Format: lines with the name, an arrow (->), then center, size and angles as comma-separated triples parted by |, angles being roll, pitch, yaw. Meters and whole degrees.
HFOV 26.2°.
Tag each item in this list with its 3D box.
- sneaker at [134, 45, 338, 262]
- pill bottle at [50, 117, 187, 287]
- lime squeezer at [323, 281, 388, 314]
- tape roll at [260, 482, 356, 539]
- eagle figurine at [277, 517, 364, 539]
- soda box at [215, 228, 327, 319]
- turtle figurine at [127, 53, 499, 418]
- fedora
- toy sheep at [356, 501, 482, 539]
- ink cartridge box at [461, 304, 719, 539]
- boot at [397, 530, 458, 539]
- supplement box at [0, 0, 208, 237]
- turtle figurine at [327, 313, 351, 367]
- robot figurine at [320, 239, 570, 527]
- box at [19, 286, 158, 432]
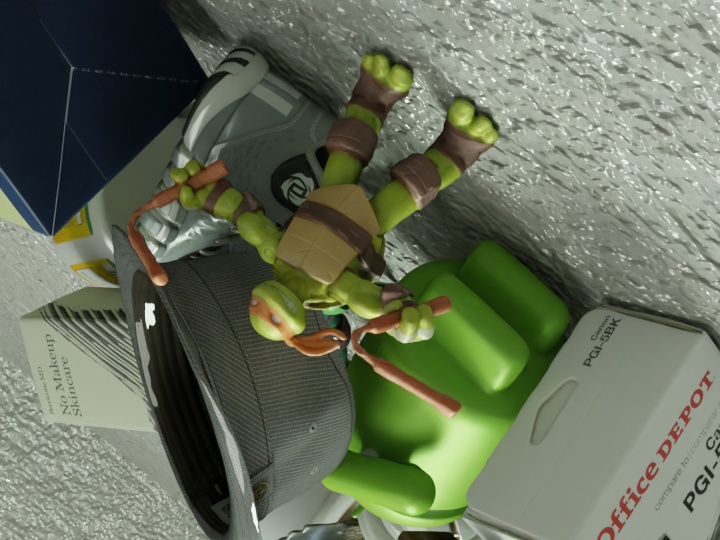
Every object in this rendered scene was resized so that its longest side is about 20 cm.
sneaker -> -0.064, -0.029, 0.915 | 0.115, 0.075, 0.200 | 31, 136, 0
pill bottle -> -0.161, -0.043, 1.103 | 0.113, 0.113, 0.200 | 42, 163, -16
lime squeezer -> 0.000, 0.000, 0.963 | 0.070, 0.038, 0.200 | -6, 162, -7
tape roll -> -0.034, 0.232, 1.430 | 0.071, 0.203, 0.203 | 28, 162, 28
eagle figurine -> 0.042, 0.207, 1.321 | 0.199, 0.152, 0.152 | 21, 126, -1
soda box -> -0.066, 0.037, 1.036 | 0.063, 0.068, 0.201 | 28, 127, 27
turtle figurine -> -0.001, -0.018, 0.755 | 0.199, 0.162, 0.065 | 28, 161, 26
fedora -> -0.062, 0.056, 0.835 | 0.177, 0.090, 0.201 | 48, 152, 49
toy sheep -> 0.060, 0.166, 1.104 | 0.138, 0.138, 0.200 | 35, 168, 5
ink cartridge box -> 0.169, 0.139, 0.856 | 0.083, 0.147, 0.200 | 14, 153, 52
boot -> 0.061, 0.191, 0.912 | 0.187, 0.064, 0.200 | 57, 174, -30
supplement box -> -0.230, -0.151, 0.874 | 0.199, 0.134, 0.201 | 19, 148, 46
turtle figurine -> -0.010, 0.076, 1.145 | 0.149, 0.101, 0.201 | 4, 135, 39
robot figurine -> 0.049, 0.074, 0.916 | 0.116, 0.175, 0.200 | 41, 137, 12
box -> -0.126, 0.057, 0.998 | 0.199, 0.068, 0.083 | -2, 107, 39
